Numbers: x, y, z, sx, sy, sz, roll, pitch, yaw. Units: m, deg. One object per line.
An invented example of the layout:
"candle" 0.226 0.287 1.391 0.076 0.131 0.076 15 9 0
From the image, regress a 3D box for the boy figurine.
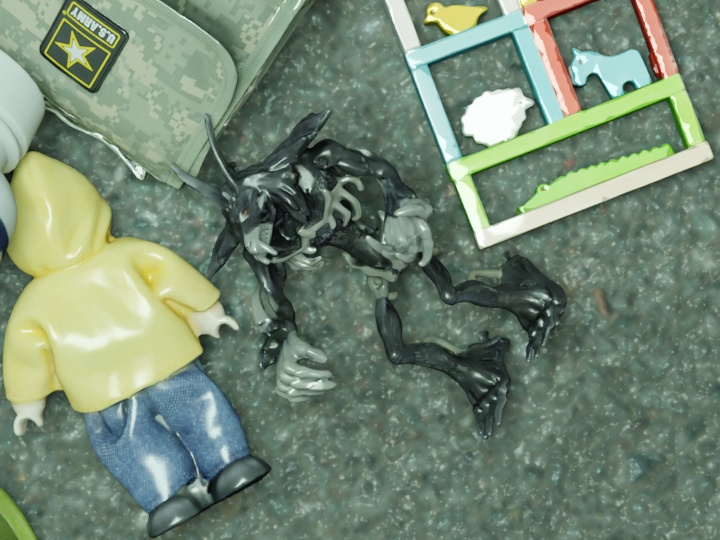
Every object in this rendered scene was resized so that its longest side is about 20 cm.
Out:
"boy figurine" -0.128 0.036 1.198 0.124 0.064 0.201 -32 87 -2

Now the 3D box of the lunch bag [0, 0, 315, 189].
"lunch bag" -0.103 -0.159 1.182 0.164 0.118 0.200 35 96 -1

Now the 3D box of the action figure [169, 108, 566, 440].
"action figure" 0.000 0.000 1.156 0.199 0.102 0.119 27 117 -16

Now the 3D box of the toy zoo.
"toy zoo" 0.085 -0.127 1.223 0.131 0.020 0.201 -20 88 0

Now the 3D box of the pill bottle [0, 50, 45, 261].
"pill bottle" -0.232 -0.015 1.125 0.119 0.120 0.201 23 66 2

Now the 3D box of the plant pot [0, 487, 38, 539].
"plant pot" -0.235 0.195 1.106 0.199 0.190 0.201 -2 102 -11
